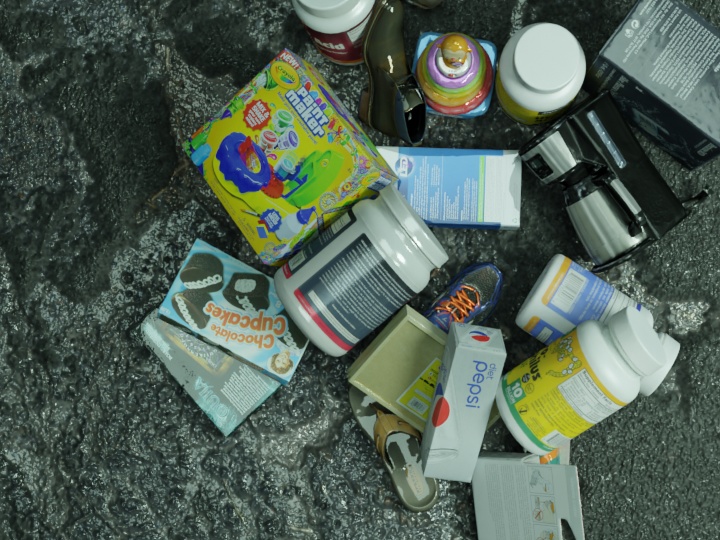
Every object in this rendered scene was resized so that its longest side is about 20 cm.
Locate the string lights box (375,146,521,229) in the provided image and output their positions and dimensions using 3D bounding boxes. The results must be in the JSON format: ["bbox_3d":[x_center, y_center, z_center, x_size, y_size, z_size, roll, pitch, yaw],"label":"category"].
[{"bbox_3d":[0.117,-0.111,1.620,0.196,0.059,0.105,2,88,4],"label":"string lights box"}]

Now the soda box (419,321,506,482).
[{"bbox_3d":[0.128,0.170,1.532,0.067,0.064,0.203,9,117,-7],"label":"soda box"}]

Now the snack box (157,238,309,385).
[{"bbox_3d":[-0.160,0.056,1.615,0.198,0.037,0.117,28,71,-4],"label":"snack box"}]

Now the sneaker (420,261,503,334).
[{"bbox_3d":[0.116,0.068,1.604,0.075,0.078,0.200,44,91,4],"label":"sneaker"}]

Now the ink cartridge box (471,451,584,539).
[{"bbox_3d":[0.227,0.339,1.547,0.172,0.043,0.204,-5,93,43],"label":"ink cartridge box"}]

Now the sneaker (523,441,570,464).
[{"bbox_3d":[0.238,0.227,1.598,0.079,0.071,0.203,3,81,6],"label":"sneaker"}]

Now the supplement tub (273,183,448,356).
[{"bbox_3d":[0.000,0.000,1.541,0.199,0.140,0.141,-39,86,7],"label":"supplement tub"}]

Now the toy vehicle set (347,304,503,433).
[{"bbox_3d":[0.096,0.148,1.571,0.199,0.027,0.124,36,111,-19],"label":"toy vehicle set"}]

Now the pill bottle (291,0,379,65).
[{"bbox_3d":[-0.028,-0.351,1.563,0.112,0.200,0.116,-1,81,9],"label":"pill bottle"}]

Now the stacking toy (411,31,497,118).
[{"bbox_3d":[0.122,-0.269,1.555,0.114,0.200,0.112,9,88,3],"label":"stacking toy"}]

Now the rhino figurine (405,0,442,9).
[{"bbox_3d":[0.106,-0.451,1.632,0.087,0.060,0.202,26,89,-15],"label":"rhino figurine"}]

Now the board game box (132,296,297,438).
[{"bbox_3d":[-0.201,0.110,1.649,0.135,0.028,0.200,-42,86,2],"label":"board game box"}]

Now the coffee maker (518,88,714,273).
[{"bbox_3d":[0.329,-0.127,1.578,0.191,0.134,0.202,-34,92,-39],"label":"coffee maker"}]

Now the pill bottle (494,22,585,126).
[{"bbox_3d":[0.231,-0.255,1.548,0.109,0.200,0.113,0,88,4],"label":"pill bottle"}]

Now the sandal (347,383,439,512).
[{"bbox_3d":[0.047,0.233,1.614,0.081,0.055,0.203,-22,87,3],"label":"sandal"}]

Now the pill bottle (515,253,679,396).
[{"bbox_3d":[0.313,0.076,1.574,0.199,0.112,0.113,33,90,4],"label":"pill bottle"}]

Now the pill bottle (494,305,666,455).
[{"bbox_3d":[0.273,0.133,1.482,0.199,0.113,0.113,-37,85,25],"label":"pill bottle"}]

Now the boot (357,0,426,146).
[{"bbox_3d":[0.055,-0.258,1.568,0.074,0.202,0.097,-32,55,-32],"label":"boot"}]

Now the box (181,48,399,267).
[{"bbox_3d":[-0.090,-0.142,1.575,0.192,0.122,0.201,-40,76,11],"label":"box"}]

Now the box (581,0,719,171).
[{"bbox_3d":[0.401,-0.242,1.537,0.199,0.197,0.118,37,90,5],"label":"box"}]
